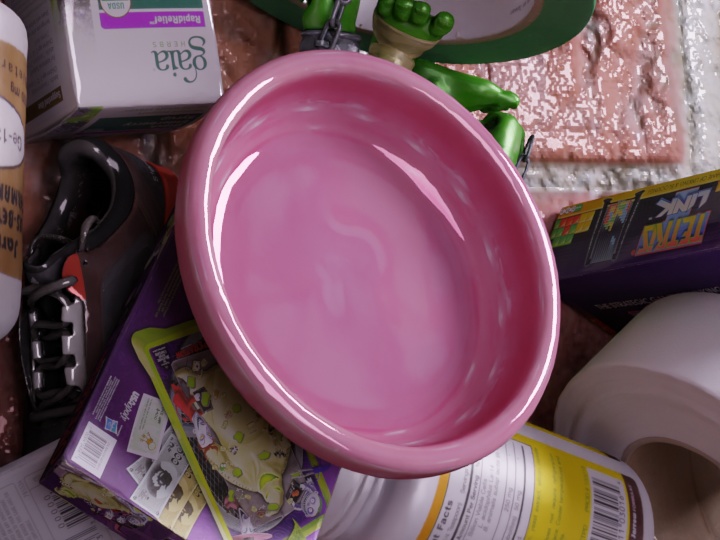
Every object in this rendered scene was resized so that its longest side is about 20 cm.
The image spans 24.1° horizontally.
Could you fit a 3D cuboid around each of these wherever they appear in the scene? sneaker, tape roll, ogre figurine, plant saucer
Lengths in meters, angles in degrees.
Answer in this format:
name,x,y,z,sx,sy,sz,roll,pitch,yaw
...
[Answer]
name,x,y,z,sx,sy,sz,roll,pitch,yaw
sneaker,-0.136,0.030,0.775,0.082,0.076,0.202,40,48,-53
tape roll,0.203,0.113,0.913,0.071,0.202,0.203,-38,103,-30
ogre figurine,0.021,-0.063,0.889,0.200,0.097,0.121,47,58,-68
tape roll,0.022,-0.167,0.843,0.199,0.200,0.049,19,73,-28
plant saucer,0.000,0.000,0.766,0.199,0.051,0.202,15,61,-29

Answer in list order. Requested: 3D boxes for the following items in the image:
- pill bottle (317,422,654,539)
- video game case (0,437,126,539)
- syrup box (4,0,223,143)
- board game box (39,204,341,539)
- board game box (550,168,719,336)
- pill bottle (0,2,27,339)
name,x,y,z,sx,sy,sz,roll,pitch,yaw
pill bottle,0.046,0.121,0.868,0.199,0.109,0.110,23,71,-27
video game case,-0.153,0.196,0.731,0.181,0.023,0.201,-26,98,0
syrup box,-0.129,-0.168,0.819,0.078,0.081,0.202,-6,85,-31
board game box,-0.055,0.045,0.758,0.119,0.032,0.201,33,45,-13
board game box,0.221,0.014,0.940,0.165,0.199,0.057,31,69,-23
pill bottle,-0.203,-0.015,0.729,0.113,0.114,0.202,5,80,-31
